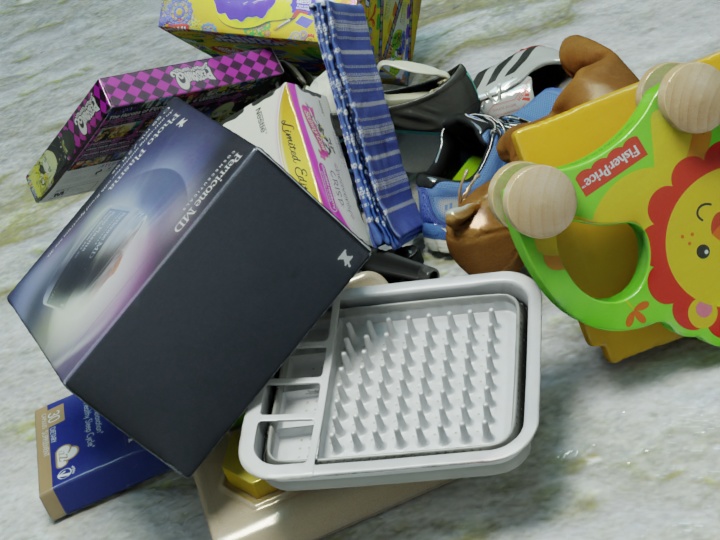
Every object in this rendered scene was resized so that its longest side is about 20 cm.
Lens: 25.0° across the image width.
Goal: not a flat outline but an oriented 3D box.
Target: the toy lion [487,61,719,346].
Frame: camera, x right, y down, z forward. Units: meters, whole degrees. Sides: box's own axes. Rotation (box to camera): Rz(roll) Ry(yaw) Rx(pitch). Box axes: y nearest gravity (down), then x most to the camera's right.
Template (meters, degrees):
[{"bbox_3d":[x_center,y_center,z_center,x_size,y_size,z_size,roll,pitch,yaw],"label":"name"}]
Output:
[{"bbox_3d":[0.212,-0.028,1.091,0.199,0.193,0.069,-32,10,-4],"label":"toy lion"}]

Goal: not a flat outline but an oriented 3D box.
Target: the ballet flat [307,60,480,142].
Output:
[{"bbox_3d":[0.005,-0.148,1.410,0.197,0.069,0.068,-7,23,-1],"label":"ballet flat"}]

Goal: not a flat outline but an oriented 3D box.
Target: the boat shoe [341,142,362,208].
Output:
[{"bbox_3d":[-0.027,-0.090,1.461,0.084,0.069,0.200,8,41,41],"label":"boat shoe"}]

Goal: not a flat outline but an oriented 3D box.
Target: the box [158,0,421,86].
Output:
[{"bbox_3d":[-0.062,-0.266,1.583,0.198,0.124,0.192,8,-3,19],"label":"box"}]

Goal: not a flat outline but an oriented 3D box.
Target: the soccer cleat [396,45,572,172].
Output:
[{"bbox_3d":[0.116,-0.147,1.465,0.199,0.069,0.085,-29,24,-23],"label":"soccer cleat"}]

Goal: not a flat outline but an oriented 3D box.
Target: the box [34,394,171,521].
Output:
[{"bbox_3d":[-0.154,0.111,1.254,0.198,0.033,0.121,-22,29,-2],"label":"box"}]

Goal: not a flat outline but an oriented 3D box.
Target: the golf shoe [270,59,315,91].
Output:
[{"bbox_3d":[-0.058,-0.171,1.587,0.078,0.098,0.200,-26,28,-6],"label":"golf shoe"}]

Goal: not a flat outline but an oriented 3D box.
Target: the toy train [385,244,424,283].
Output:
[{"bbox_3d":[-0.001,0.045,1.259,0.045,0.034,0.201,-5,34,30],"label":"toy train"}]

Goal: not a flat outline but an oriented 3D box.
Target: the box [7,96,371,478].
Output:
[{"bbox_3d":[-0.126,0.003,1.134,0.201,0.123,0.198,-51,28,-3],"label":"box"}]

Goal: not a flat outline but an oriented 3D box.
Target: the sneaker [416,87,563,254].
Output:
[{"bbox_3d":[0.118,-0.101,1.365,0.078,0.090,0.200,11,43,42],"label":"sneaker"}]

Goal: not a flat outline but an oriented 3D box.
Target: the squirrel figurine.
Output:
[{"bbox_3d":[0.156,-0.056,1.226,0.186,0.142,0.200,-34,29,-9],"label":"squirrel figurine"}]

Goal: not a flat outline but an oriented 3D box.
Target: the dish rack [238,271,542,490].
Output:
[{"bbox_3d":[0.026,0.080,1.085,0.197,0.044,0.173,-7,41,14],"label":"dish rack"}]

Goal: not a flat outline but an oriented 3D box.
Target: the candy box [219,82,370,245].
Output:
[{"bbox_3d":[-0.100,-0.043,1.311,0.199,0.061,0.138,-28,69,28],"label":"candy box"}]

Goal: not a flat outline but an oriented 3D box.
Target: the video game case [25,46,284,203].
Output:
[{"bbox_3d":[-0.193,-0.136,1.520,0.199,0.036,0.181,-18,-15,-39],"label":"video game case"}]

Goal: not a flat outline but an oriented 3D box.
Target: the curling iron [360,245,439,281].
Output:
[{"bbox_3d":[0.000,0.000,1.285,0.199,0.025,0.050,5,64,53],"label":"curling iron"}]

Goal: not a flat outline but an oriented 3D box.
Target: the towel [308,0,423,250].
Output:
[{"bbox_3d":[0.011,-0.119,1.309,0.024,0.202,0.145,-14,4,15],"label":"towel"}]

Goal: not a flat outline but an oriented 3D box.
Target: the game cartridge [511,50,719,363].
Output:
[{"bbox_3d":[0.226,-0.050,1.135,0.198,0.178,0.032,-20,2,1],"label":"game cartridge"}]

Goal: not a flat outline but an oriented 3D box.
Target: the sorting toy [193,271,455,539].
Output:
[{"bbox_3d":[-0.038,0.096,1.148,0.183,0.037,0.201,-23,45,-3],"label":"sorting toy"}]
